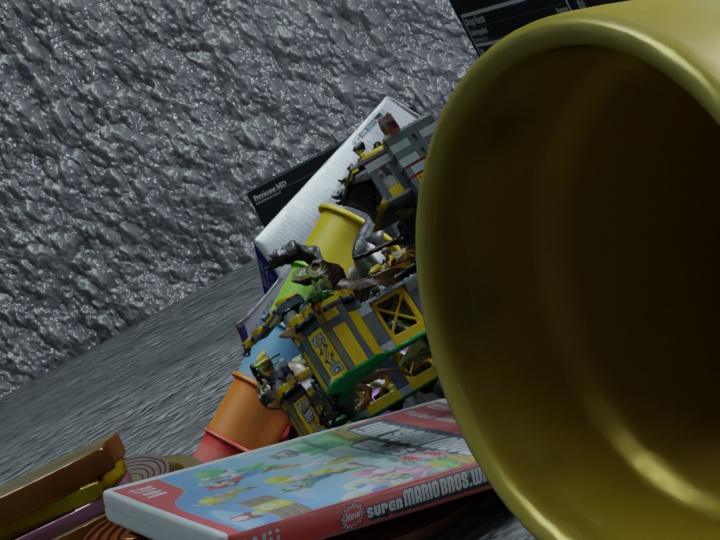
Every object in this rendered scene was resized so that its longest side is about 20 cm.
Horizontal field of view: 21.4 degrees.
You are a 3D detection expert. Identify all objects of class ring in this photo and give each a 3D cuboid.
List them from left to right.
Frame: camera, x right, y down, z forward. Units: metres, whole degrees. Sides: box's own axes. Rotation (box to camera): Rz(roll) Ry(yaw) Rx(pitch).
[{"bbox_3d":[-0.042,0.118,0.956,0.200,0.019,0.200,-8,8,1],"label":"ring"}]

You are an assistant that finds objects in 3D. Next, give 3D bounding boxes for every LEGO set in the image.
[{"bbox_3d":[0.000,0.003,1.007,0.153,0.116,0.200,-32,-13,-6],"label":"LEGO set"}]

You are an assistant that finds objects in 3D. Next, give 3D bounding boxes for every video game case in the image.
[{"bbox_3d":[-0.007,0.098,0.918,0.199,0.018,0.143,-13,8,-28],"label":"video game case"}]

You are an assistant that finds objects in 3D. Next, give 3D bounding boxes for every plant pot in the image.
[{"bbox_3d":[0.152,-0.003,0.684,0.188,0.202,0.201,-13,-3,-33],"label":"plant pot"}]

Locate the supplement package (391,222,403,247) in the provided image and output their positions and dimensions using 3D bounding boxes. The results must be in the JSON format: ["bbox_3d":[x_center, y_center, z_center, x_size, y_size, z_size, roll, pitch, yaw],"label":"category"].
[{"bbox_3d":[0.139,-0.040,1.304,0.200,0.117,0.117,-22,9,42],"label":"supplement package"}]

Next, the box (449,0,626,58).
[{"bbox_3d":[0.161,-0.091,1.003,0.123,0.199,0.200,-28,9,-10],"label":"box"}]

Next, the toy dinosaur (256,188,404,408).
[{"bbox_3d":[0.000,0.000,1.144,0.200,0.088,0.047,-41,-11,-11],"label":"toy dinosaur"}]

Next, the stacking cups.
[{"bbox_3d":[-0.051,0.056,1.184,0.200,0.060,0.060,-58,12,-10],"label":"stacking cups"}]

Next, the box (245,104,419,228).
[{"bbox_3d":[-0.003,-0.073,2.096,0.200,0.142,0.079,-25,7,23],"label":"box"}]

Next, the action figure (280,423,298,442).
[{"bbox_3d":[-0.107,0.139,1.240,0.200,0.052,0.065,-32,11,-23],"label":"action figure"}]

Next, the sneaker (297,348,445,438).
[{"bbox_3d":[0.046,0.062,1.131,0.200,0.073,0.114,-37,5,27],"label":"sneaker"}]

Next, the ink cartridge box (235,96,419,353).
[{"bbox_3d":[-0.027,0.002,1.357,0.200,0.041,0.200,-49,-20,-20],"label":"ink cartridge box"}]

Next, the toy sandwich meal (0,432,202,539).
[{"bbox_3d":[-0.185,0.137,1.109,0.205,0.070,0.205,-23,10,4],"label":"toy sandwich meal"}]
